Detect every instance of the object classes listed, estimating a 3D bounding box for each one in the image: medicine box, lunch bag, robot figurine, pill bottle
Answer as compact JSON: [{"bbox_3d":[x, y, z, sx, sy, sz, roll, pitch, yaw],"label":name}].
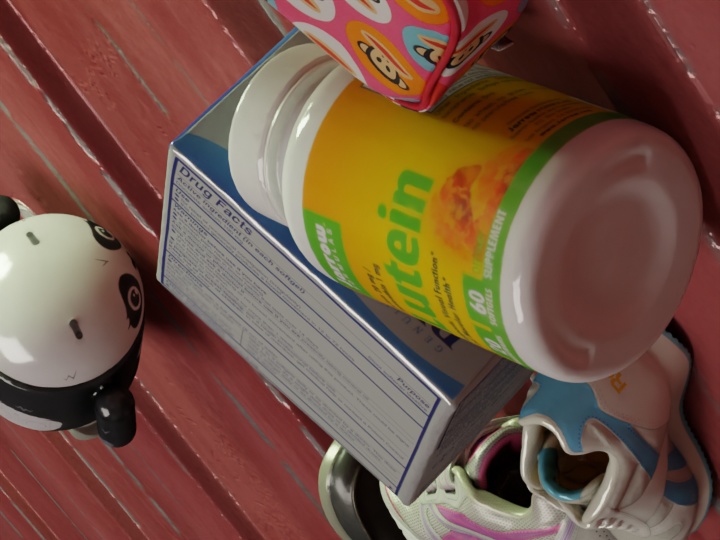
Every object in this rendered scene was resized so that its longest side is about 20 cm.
[{"bbox_3d":[0.000,0.000,1.404,0.182,0.103,0.200,42,162,8],"label":"medicine box"},{"bbox_3d":[-0.021,-0.154,1.136,0.200,0.082,0.176,43,163,5],"label":"lunch bag"},{"bbox_3d":[-0.205,0.036,1.920,0.150,0.125,0.200,20,161,1],"label":"robot figurine"},{"bbox_3d":[0.038,-0.034,1.215,0.200,0.111,0.111,23,153,43],"label":"pill bottle"}]

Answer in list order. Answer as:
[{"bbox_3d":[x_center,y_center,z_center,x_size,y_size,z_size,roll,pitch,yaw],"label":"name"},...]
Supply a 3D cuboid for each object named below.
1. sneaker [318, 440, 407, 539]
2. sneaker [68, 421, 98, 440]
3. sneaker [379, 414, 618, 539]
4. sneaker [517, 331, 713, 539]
[{"bbox_3d":[0.063,0.165,1.709,0.106,0.075,0.200,16,156,48],"label":"sneaker"},{"bbox_3d":[-0.273,0.049,2.187,0.200,0.074,0.089,27,158,19],"label":"sneaker"},{"bbox_3d":[0.078,0.114,1.542,0.200,0.081,0.088,9,140,49],"label":"sneaker"},{"bbox_3d":[0.118,0.090,1.383,0.076,0.081,0.200,33,160,29],"label":"sneaker"}]
